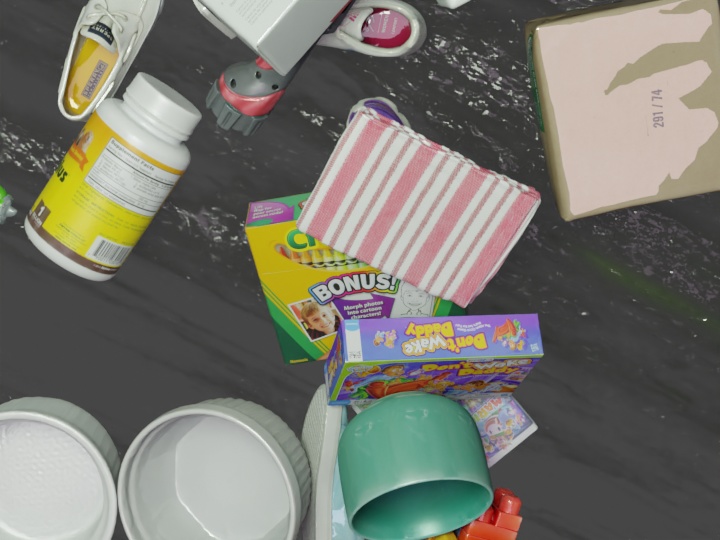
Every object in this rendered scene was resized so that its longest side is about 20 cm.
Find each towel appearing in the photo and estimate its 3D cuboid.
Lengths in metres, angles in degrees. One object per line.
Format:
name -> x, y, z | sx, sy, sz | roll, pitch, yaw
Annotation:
towel -> 0.054, -0.058, 1.225 | 0.199, 0.030, 0.147 | 25, 121, -12

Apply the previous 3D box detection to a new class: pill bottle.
pill bottle -> -0.247, -0.097, 1.310 | 0.109, 0.109, 0.201 | 35, 100, -7

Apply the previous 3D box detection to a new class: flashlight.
flashlight -> -0.083, -0.219, 1.258 | 0.068, 0.067, 0.200 | 58, 135, 20

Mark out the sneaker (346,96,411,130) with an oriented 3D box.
sneaker -> 0.053, -0.087, 1.324 | 0.081, 0.083, 0.200 | -40, 100, 8

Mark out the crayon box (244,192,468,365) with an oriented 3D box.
crayon box -> 0.000, 0.000, 1.311 | 0.198, 0.058, 0.174 | -9, 124, 8

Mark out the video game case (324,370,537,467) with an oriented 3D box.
video game case -> 0.077, 0.141, 1.407 | 0.143, 0.018, 0.200 | -40, 99, 8

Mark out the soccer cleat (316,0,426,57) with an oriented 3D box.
soccer cleat -> -0.030, -0.257, 1.286 | 0.198, 0.086, 0.070 | 9, 102, -1

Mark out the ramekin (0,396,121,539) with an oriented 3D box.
ramekin -> -0.352, 0.233, 1.388 | 0.199, 0.098, 0.202 | 0, 102, 0

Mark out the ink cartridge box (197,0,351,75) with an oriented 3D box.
ink cartridge box -> -0.100, -0.298, 1.153 | 0.200, 0.083, 0.145 | 44, 93, 18

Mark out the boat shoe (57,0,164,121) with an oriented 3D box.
boat shoe -> -0.254, -0.241, 1.298 | 0.071, 0.070, 0.201 | 28, 101, -5

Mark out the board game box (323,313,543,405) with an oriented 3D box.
board game box -> 0.070, 0.091, 1.307 | 0.198, 0.135, 0.045 | -2, 66, -10

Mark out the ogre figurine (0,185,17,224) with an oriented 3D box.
ogre figurine -> -0.434, -0.090, 1.321 | 0.119, 0.098, 0.201 | -25, 90, 17

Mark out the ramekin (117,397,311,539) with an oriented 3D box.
ramekin -> -0.146, 0.229, 1.364 | 0.198, 0.105, 0.202 | 3, 101, 15

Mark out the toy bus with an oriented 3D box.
toy bus -> 0.125, 0.330, 1.360 | 0.135, 0.200, 0.193 | 19, 96, -10

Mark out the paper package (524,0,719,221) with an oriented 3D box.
paper package -> 0.272, -0.167, 1.296 | 0.189, 0.104, 0.202 | -11, 103, 2

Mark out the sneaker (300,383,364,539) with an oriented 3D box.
sneaker -> -0.019, 0.220, 1.407 | 0.081, 0.074, 0.202 | -1, 103, -22

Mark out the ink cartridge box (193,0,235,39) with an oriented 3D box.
ink cartridge box -> -0.087, -0.343, 1.246 | 0.199, 0.084, 0.146 | -30, 76, 7

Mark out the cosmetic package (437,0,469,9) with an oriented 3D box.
cosmetic package -> 0.101, -0.376, 1.220 | 0.164, 0.165, 0.201 | -30, 102, 6

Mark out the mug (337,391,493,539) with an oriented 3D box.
mug -> 0.043, 0.203, 1.332 | 0.151, 0.115, 0.185 | 14, 140, -35
